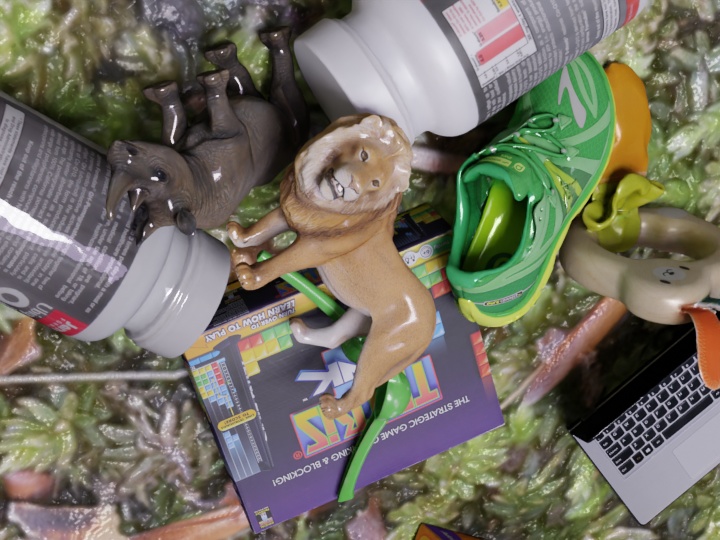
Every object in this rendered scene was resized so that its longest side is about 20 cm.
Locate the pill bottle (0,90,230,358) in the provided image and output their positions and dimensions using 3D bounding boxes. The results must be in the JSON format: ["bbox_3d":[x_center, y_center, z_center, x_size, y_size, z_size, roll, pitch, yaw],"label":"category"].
[{"bbox_3d":[-0.181,-0.025,0.796,0.199,0.111,0.111,29,101,-27],"label":"pill bottle"}]

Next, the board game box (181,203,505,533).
[{"bbox_3d":[-0.013,0.069,0.926,0.199,0.057,0.166,-23,117,-9],"label":"board game box"}]

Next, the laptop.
[{"bbox_3d":[0.263,0.104,1.004,0.187,0.116,0.200,-39,119,1],"label":"laptop"}]

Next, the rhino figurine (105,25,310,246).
[{"bbox_3d":[-0.089,-0.073,0.784,0.059,0.200,0.088,-4,114,29],"label":"rhino figurine"}]

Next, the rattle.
[{"bbox_3d":[0.210,-0.033,0.873,0.129,0.200,0.144,15,110,-10],"label":"rattle"}]

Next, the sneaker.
[{"bbox_3d":[0.111,-0.062,0.867,0.084,0.074,0.201,42,66,-60],"label":"sneaker"}]

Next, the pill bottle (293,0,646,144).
[{"bbox_3d":[0.067,-0.155,0.816,0.199,0.116,0.116,-35,119,-8],"label":"pill bottle"}]

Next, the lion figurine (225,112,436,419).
[{"bbox_3d":[0.000,0.000,0.795,0.122,0.073,0.200,-24,131,8],"label":"lion figurine"}]

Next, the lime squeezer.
[{"bbox_3d":[-0.006,0.063,0.882,0.070,0.038,0.201,-6,120,19],"label":"lime squeezer"}]

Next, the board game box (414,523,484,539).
[{"bbox_3d":[0.133,0.336,0.989,0.199,0.200,0.201,20,92,-26],"label":"board game box"}]
